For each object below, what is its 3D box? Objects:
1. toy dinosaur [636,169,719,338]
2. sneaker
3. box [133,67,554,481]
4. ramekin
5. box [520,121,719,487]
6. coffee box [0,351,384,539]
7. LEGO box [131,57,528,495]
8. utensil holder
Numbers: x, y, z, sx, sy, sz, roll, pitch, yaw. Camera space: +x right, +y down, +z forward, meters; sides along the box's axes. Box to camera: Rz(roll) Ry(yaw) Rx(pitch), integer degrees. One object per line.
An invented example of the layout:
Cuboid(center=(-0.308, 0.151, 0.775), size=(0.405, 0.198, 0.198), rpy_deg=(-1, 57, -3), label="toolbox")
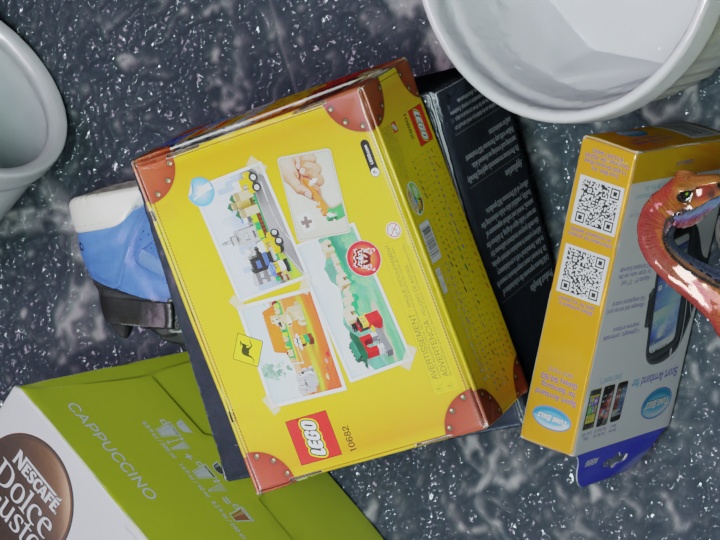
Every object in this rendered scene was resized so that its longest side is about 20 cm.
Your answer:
Cuboid(center=(0.227, 0.030, 1.557), size=(0.105, 0.181, 0.200), rpy_deg=(125, 162, -47), label="toy dinosaur")
Cuboid(center=(-0.089, -0.011, 1.846), size=(0.199, 0.077, 0.112), rpy_deg=(-11, 96, 29), label="sneaker")
Cuboid(center=(0.000, 0.000, 1.704), size=(0.199, 0.124, 0.197), rpy_deg=(-12, 98, 24), label="box")
Cuboid(center=(0.139, -0.184, 1.633), size=(0.200, 0.105, 0.201), rpy_deg=(5, 98, 37), label="ramekin")
Cuboid(center=(0.148, 0.019, 1.640), size=(0.041, 0.119, 0.201), rpy_deg=(22, 107, 30), label="box")
Cuboid(center=(-0.138, 0.192, 1.825), size=(0.200, 0.200, 0.198), rpy_deg=(48, 120, 22), label="coffee box")
Cuboid(center=(-0.016, 0.004, 1.602), size=(0.148, 0.077, 0.201), rpy_deg=(-17, 98, 25), label="LEGO box")
Cuboid(center=(-0.319, -0.065, 1.955), size=(0.200, 0.170, 0.170), rpy_deg=(-48, 68, 32), label="utensil holder")
